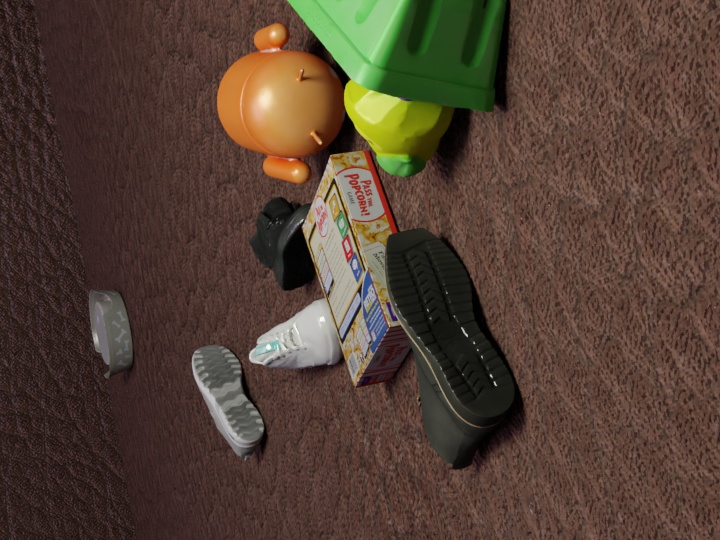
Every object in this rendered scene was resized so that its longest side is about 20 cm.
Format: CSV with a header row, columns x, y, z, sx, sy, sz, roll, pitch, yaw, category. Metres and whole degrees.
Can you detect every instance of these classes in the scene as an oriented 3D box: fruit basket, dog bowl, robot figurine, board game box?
x,y,z,sx,sy,sz,roll,pitch,yaw,category
0.023,-0.177,1.081,0.215,0.155,0.217,-17,70,57,fruit basket
-0.554,0.136,2.843,0.200,0.058,0.201,171,90,-69,dog bowl
-0.085,-0.179,1.384,0.144,0.116,0.200,-63,23,-2,robot figurine
0.000,0.000,1.335,0.152,0.046,0.201,117,138,-59,board game box

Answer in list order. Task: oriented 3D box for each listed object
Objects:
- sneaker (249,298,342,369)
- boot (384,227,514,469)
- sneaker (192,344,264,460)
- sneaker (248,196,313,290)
x,y,z,sx,sy,sz,roll,pitch,yaw,category
-0.082,0.088,1.532,0.200,0.088,0.076,137,122,-66,sneaker
0.063,0.076,1.173,0.139,0.077,0.201,105,150,-57,boot
-0.209,0.200,1.934,0.082,0.074,0.200,105,148,-45,sneaker
-0.091,-0.049,1.533,0.200,0.060,0.105,109,141,-58,sneaker
